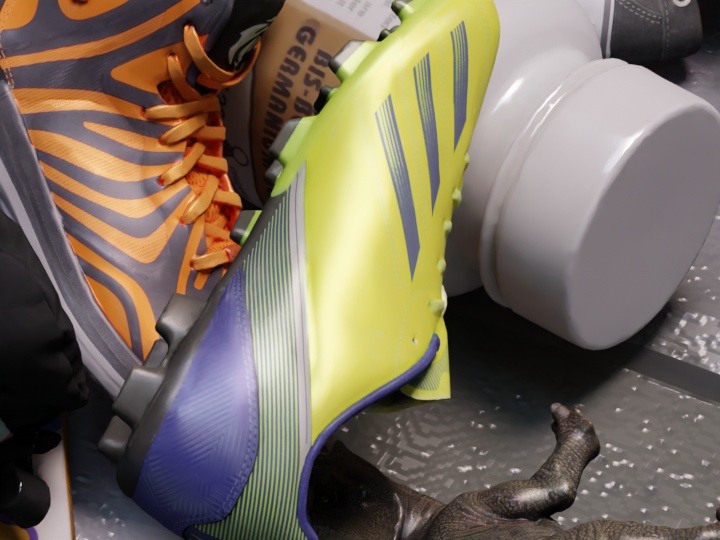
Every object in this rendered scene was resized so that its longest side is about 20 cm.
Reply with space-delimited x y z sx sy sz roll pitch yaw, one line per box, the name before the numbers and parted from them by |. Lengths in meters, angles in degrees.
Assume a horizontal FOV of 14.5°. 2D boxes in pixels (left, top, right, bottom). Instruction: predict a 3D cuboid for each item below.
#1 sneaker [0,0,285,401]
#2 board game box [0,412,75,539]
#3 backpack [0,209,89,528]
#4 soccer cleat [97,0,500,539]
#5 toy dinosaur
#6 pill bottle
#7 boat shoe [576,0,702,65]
sneaker | -0.057 -0.037 0.894 0.200 0.112 0.078 55 18 4
board game box | -0.139 0.072 0.897 0.095 0.030 0.201 -7 47 -4
backpack | -0.202 0.023 0.846 0.199 0.127 0.167 -29 51 -15
soccer cleat | 0.000 0.001 0.837 0.083 0.065 0.201 31 63 2
toy dinosaur | 0.052 0.095 0.807 0.102 0.077 0.200 -34 30 -19
pill bottle | 0.018 -0.056 0.955 0.200 0.115 0.114 30 53 30
boat shoe | 0.097 -0.162 1.080 0.056 0.069 0.201 1 63 -2
